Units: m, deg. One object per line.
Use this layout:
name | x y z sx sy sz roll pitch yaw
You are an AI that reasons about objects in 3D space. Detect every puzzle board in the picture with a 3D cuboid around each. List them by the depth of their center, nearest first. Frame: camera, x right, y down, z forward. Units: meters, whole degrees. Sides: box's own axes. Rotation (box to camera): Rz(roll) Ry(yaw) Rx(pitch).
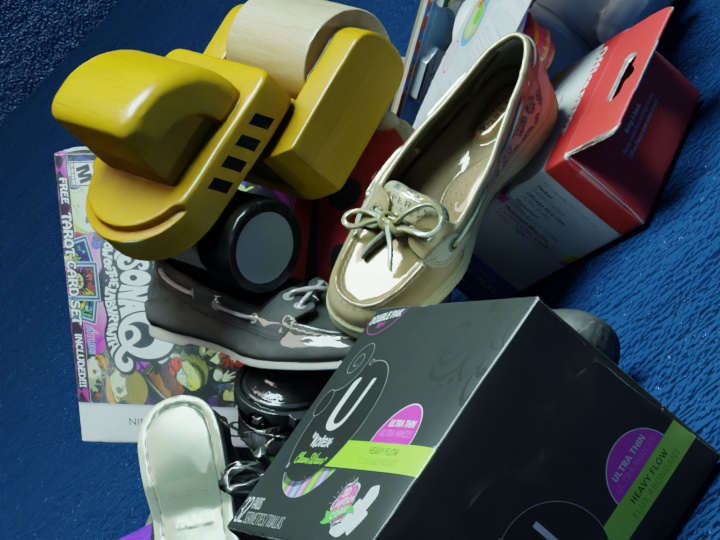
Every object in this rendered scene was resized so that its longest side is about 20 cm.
puzzle board | 0.091 -0.197 1.653 0.151 0.017 0.200 -27 -39 -46

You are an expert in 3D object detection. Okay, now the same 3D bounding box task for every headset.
headset | -0.052 0.111 1.396 0.094 0.124 0.200 -7 4 -12

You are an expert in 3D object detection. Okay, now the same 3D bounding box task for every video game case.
video game case | -0.111 0.017 1.552 0.181 0.201 0.036 0 10 28

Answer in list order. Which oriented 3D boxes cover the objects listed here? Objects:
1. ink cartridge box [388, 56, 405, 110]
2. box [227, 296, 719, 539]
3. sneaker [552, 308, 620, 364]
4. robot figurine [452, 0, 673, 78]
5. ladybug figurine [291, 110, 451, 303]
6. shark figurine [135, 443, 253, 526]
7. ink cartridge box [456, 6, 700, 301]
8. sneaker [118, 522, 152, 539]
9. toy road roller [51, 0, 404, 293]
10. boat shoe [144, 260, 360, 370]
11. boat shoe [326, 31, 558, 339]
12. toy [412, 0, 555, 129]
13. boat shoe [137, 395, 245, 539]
ink cartridge box | -0.048 -0.113 1.790 0.200 0.145 0.083 -65 -18 -71
box | 0.049 0.108 1.156 0.149 0.124 0.200 -55 15 -15
sneaker | 0.079 0.046 1.309 0.200 0.074 0.080 -23 29 57
robot figurine | 0.138 -0.176 1.572 0.200 0.113 0.169 -53 25 -16
ladybug figurine | 0.000 0.000 1.450 0.136 0.072 0.201 27 119 57
shark figurine | -0.132 0.156 1.608 0.215 0.089 0.128 -51 14 -11
ink cartridge box | 0.130 -0.066 1.433 0.200 0.067 0.116 -30 26 50
sneaker | -0.161 0.208 1.471 0.200 0.070 0.100 -18 5 14
toy road roller | -0.086 -0.095 1.382 0.123 0.146 0.200 19 72 46
boat shoe | -0.059 0.021 1.405 0.200 0.057 0.067 8 17 44
boat shoe | 0.042 -0.050 1.354 0.200 0.073 0.063 -57 -26 -20
toy | 0.096 -0.147 1.461 0.115 0.047 0.200 -99 31 -66
boat shoe | -0.094 0.178 1.417 0.071 0.061 0.202 -9 66 12
